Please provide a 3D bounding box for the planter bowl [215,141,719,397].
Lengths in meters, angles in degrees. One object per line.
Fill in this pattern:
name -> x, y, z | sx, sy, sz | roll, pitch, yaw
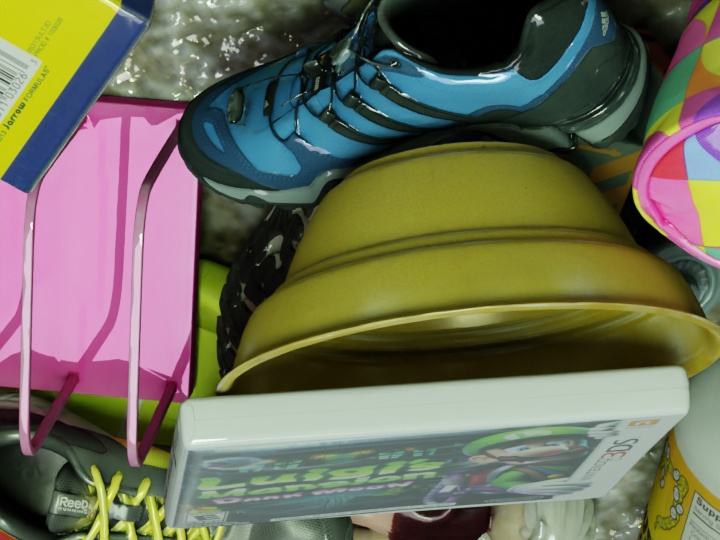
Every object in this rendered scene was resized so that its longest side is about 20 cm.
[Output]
planter bowl -> 0.039, 0.002, 1.109 | 0.200, 0.084, 0.200 | -6, 165, -2

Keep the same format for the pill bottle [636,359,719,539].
pill bottle -> 0.192, 0.102, 1.313 | 0.112, 0.113, 0.200 | 10, 134, 0

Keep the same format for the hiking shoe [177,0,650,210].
hiking shoe -> 0.011, -0.083, 1.126 | 0.199, 0.075, 0.087 | -12, 145, 19

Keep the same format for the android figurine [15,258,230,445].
android figurine -> -0.084, 0.085, 1.338 | 0.199, 0.041, 0.183 | 23, 99, 8

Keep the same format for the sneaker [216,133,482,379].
sneaker -> 0.000, 0.000, 1.255 | 0.089, 0.079, 0.200 | 14, 116, -25

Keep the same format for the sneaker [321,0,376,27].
sneaker -> 0.065, -0.141, 1.147 | 0.199, 0.074, 0.081 | -9, 137, 27

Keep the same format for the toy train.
toy train -> 0.095, -0.015, 1.210 | 0.114, 0.085, 0.200 | 8, 120, -22

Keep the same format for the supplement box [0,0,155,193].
supplement box -> -0.186, -0.142, 1.148 | 0.200, 0.109, 0.110 | 29, 126, -15

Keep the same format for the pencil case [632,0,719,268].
pencil case -> 0.165, -0.084, 1.084 | 0.088, 0.200, 0.089 | 10, 134, 10

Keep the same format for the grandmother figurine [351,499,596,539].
grandmother figurine -> 0.019, 0.109, 1.392 | 0.199, 0.061, 0.121 | 11, 161, -4

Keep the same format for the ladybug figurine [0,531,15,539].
ladybug figurine -> -0.164, 0.181, 1.475 | 0.200, 0.072, 0.136 | 26, 131, -14

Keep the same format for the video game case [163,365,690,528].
video game case -> 0.021, 0.076, 1.172 | 0.199, 0.023, 0.182 | -3, 165, -7

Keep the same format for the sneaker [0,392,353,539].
sneaker -> -0.104, 0.111, 1.280 | 0.199, 0.085, 0.075 | 12, 98, 9

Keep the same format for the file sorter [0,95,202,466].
file sorter -> -0.179, 0.001, 1.243 | 0.199, 0.125, 0.139 | 5, 108, 5
